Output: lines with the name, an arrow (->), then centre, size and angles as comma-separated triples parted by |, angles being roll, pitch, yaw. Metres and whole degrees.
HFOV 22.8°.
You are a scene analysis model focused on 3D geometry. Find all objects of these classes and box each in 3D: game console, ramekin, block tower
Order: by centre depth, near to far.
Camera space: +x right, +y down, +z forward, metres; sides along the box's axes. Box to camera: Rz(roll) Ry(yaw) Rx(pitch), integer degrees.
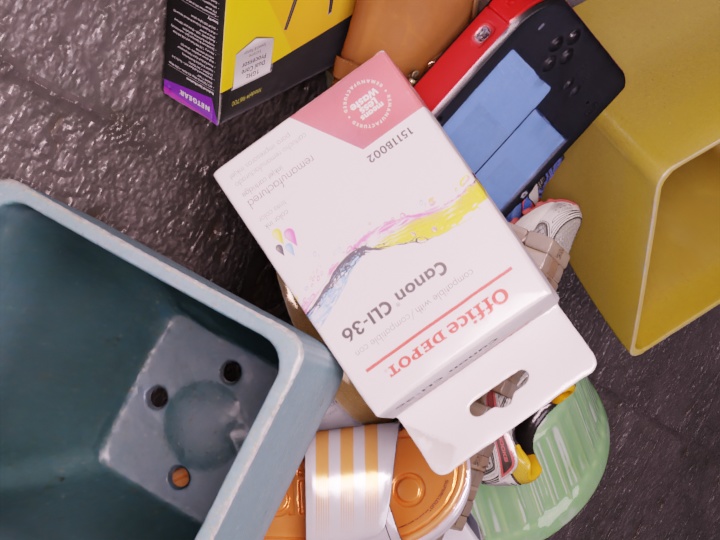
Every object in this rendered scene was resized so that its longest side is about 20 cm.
game console -> 0.070, -0.071, 1.085 | 0.200, 0.031, 0.177 | -47, 150, 7
block tower -> 0.068, 0.070, 1.135 | 0.201, 0.054, 0.058 | -67, 158, -3
ramekin -> 0.078, 0.104, 1.318 | 0.200, 0.200, 0.098 | -47, 140, -25

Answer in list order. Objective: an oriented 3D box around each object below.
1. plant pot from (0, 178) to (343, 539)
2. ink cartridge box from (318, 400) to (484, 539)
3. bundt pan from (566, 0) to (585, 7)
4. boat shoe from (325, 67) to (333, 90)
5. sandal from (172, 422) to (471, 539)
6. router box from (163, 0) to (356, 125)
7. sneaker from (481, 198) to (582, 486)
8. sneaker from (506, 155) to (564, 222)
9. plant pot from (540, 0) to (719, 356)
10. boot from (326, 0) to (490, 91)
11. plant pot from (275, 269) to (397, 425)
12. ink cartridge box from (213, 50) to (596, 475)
plant pot -> -0.121, 0.088, 0.996 | 0.196, 0.196, 0.200 | -63, 162, 3
ink cartridge box -> -0.044, 0.166, 1.201 | 0.198, 0.043, 0.200 | -30, 122, 6
bundt pan -> 0.213, -0.259, 1.338 | 0.202, 0.076, 0.202 | -38, 143, -37
boat shoe -> 0.052, -0.146, 1.189 | 0.200, 0.074, 0.067 | -25, 139, -33
sandal -> -0.035, 0.138, 1.090 | 0.059, 0.206, 0.080 | 42, 40, -72
router box -> -0.026, -0.190, 1.034 | 0.200, 0.051, 0.150 | -33, 143, -41
sneaker -> 0.114, 0.050, 1.194 | 0.078, 0.082, 0.201 | 28, 78, -64
sneaker -> 0.106, -0.064, 1.229 | 0.078, 0.075, 0.200 | -36, 156, -14
plant pot -> 0.218, -0.100, 1.262 | 0.200, 0.176, 0.200 | -30, 148, -20
boot -> 0.008, -0.136, 1.028 | 0.156, 0.077, 0.200 | -54, 160, 3
plant pot -> 0.000, 0.000, 1.139 | 0.200, 0.027, 0.201 | 51, 30, -45
ink cartridge box -> 0.027, -0.001, 0.962 | 0.116, 0.200, 0.067 | -36, 170, 5
